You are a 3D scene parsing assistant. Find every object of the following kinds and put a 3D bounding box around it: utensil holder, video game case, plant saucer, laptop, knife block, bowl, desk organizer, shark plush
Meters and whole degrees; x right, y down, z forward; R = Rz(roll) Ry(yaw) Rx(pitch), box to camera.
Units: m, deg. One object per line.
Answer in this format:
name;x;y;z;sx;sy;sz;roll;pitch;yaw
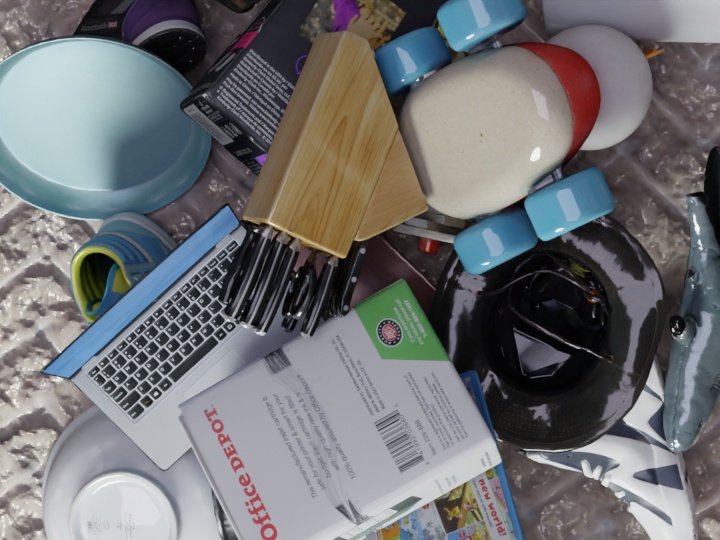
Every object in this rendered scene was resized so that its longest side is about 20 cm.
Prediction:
utensil holder;0.245;-0.257;1.423;0.199;0.170;0.171;1;96;12
video game case;0.013;0.172;1.422;0.199;0.018;0.144;-16;71;4
plant saucer;-0.224;-0.122;1.536;0.199;0.027;0.201;-1;135;-1
laptop;-0.132;0.058;1.449;0.187;0.116;0.200;-42;120;-3
knife block;-0.049;-0.057;1.361;0.175;0.064;0.201;-24;103;-19
bowl;-0.192;0.210;1.585;0.200;0.090;0.202;1;96;9
desk organizer;0.000;0.000;1.540;0.200;0.072;0.077;44;98;2
shark plush;0.271;0.041;1.432;0.091;0.083;0.201;29;127;35

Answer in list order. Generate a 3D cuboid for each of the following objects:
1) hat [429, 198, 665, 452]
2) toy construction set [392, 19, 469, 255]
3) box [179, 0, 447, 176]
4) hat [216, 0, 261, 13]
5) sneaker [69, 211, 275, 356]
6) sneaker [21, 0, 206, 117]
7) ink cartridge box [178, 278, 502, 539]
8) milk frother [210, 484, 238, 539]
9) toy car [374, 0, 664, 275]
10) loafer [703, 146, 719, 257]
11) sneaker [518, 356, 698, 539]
hat;0.151;0.040;1.475;0.200;0.081;0.201;1;95;13
toy construction set;0.098;-0.101;1.500;0.131;0.092;0.201;12;103;-7
box;-0.035;-0.175;1.461;0.106;0.122;0.200;41;80;-12
hat;-0.095;-0.257;1.474;0.200;0.201;0.081;-37;105;11
sneaker;-0.160;0.038;1.536;0.200;0.131;0.080;35;111;5
sneaker;-0.217;-0.182;1.568;0.200;0.076;0.088;-26;58;22
ink cartridge box;-0.016;0.123;1.386;0.200;0.084;0.146;-28;71;0
milk frother;-0.014;0.208;1.528;0.187;0.200;0.181;-6;68;7
toy car;0.144;-0.124;1.390;0.177;0.200;0.185;-28;86;52
loafer;0.325;-0.008;1.489;0.072;0.073;0.201;-13;103;2
sneaker;0.201;0.163;1.519;0.129;0.079;0.200;-14;93;12
